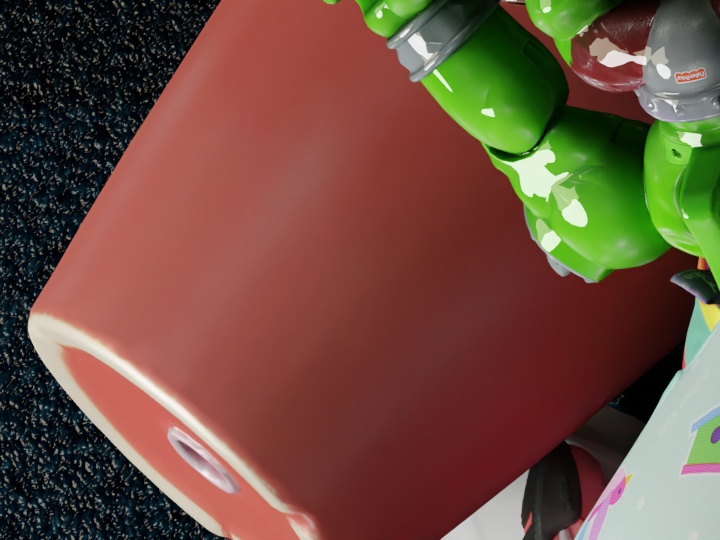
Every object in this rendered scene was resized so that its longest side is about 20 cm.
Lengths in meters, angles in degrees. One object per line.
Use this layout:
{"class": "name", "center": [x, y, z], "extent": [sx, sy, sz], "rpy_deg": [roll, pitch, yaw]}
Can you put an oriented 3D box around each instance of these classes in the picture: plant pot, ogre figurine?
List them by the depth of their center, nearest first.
{"class": "ogre figurine", "center": [0.092, -0.056, 0.710], "extent": [0.098, 0.199, 0.120], "rpy_deg": [-81, -28, -61]}
{"class": "plant pot", "center": [0.000, 0.000, 0.905], "extent": [0.200, 0.177, 0.201], "rpy_deg": [38, 164, 13]}

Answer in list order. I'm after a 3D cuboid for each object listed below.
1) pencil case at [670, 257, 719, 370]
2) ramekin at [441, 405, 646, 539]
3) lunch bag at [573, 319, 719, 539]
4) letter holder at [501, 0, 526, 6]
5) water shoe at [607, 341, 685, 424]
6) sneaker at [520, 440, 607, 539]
{"class": "pencil case", "center": [0.130, 0.062, 0.814], "extent": [0.201, 0.088, 0.089], "rpy_deg": [89, 174, -47]}
{"class": "ramekin", "center": [0.062, 0.138, 1.025], "extent": [0.094, 0.201, 0.204], "rpy_deg": [-44, -47, -70]}
{"class": "lunch bag", "center": [0.114, 0.072, 0.632], "extent": [0.201, 0.077, 0.161], "rpy_deg": [-59, 16, 28]}
{"class": "letter holder", "center": [0.116, -0.182, 0.779], "extent": [0.100, 0.141, 0.202], "rpy_deg": [-29, -62, -61]}
{"class": "water shoe", "center": [0.120, 0.051, 1.093], "extent": [0.079, 0.071, 0.200], "rpy_deg": [55, 162, 17]}
{"class": "sneaker", "center": [0.113, 0.148, 0.929], "extent": [0.074, 0.086, 0.201], "rpy_deg": [113, 138, -81]}
